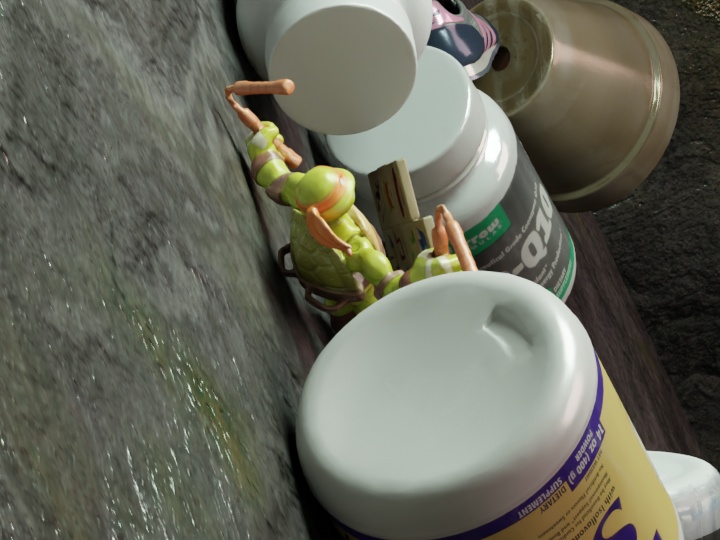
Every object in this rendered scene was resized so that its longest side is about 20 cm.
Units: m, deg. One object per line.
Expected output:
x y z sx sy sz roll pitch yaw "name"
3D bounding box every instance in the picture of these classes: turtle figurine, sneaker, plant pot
0.000 0.000 1.475 0.200 0.064 0.162 36 -19 35 "turtle figurine"
0.077 -0.213 2.531 0.200 0.070 0.083 -85 154 -76 "sneaker"
0.166 -0.169 2.682 0.173 0.199 0.201 21 44 -54 "plant pot"

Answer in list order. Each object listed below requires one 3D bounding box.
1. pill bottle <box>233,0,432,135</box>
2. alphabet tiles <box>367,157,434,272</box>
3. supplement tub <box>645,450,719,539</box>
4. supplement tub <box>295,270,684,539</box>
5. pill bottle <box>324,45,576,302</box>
-0.018 -0.162 1.665 0.200 0.111 0.112 -99 164 -56 "pill bottle"
0.039 0.040 1.599 0.167 0.007 0.201 165 -89 -81 "alphabet tiles"
0.141 0.205 1.572 0.123 0.122 0.202 -57 142 -80 "supplement tub"
0.068 0.113 1.378 0.146 0.145 0.200 -104 167 -47 "supplement tub"
0.054 -0.044 1.809 0.200 0.112 0.114 55 15 -53 "pill bottle"
